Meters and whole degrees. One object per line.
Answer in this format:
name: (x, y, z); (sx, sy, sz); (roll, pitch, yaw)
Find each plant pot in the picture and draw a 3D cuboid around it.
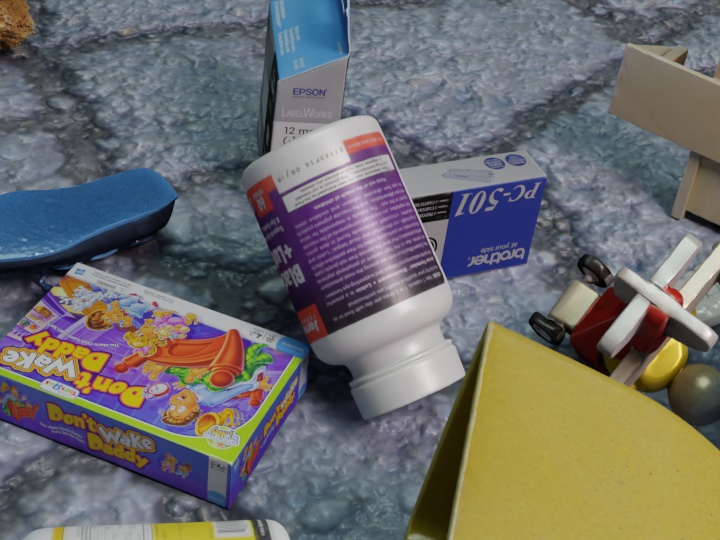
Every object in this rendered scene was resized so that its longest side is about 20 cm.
plant pot: (0.127, 0.184, 0.728); (0.198, 0.197, 0.195); (17, 38, 1)

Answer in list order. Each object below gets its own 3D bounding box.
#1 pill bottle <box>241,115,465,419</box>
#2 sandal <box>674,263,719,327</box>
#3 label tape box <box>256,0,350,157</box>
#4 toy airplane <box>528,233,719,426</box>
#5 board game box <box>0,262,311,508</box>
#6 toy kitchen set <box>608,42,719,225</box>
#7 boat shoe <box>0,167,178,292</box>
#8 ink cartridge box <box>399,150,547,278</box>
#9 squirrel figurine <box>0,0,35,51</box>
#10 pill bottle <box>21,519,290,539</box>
pill bottle: (0.000, 0.000, 0.932); (0.111, 0.111, 0.201); (-21, 86, -33)
sandal: (0.341, 0.012, 1.100); (0.201, 0.050, 0.082); (-20, 29, -13)
label tape box: (-0.052, -0.172, 1.133); (0.065, 0.201, 0.144); (1, 38, -8)
toy airplane: (0.212, 0.053, 0.907); (0.141, 0.200, 0.199); (43, 35, -2)
board game box: (-0.153, 0.077, 0.924); (0.198, 0.045, 0.135); (18, 39, 13)
toy kitchen set: (0.347, -0.169, 1.201); (0.162, 0.201, 0.180); (28, 42, 24)
boat shoe: (-0.235, -0.021, 1.021); (0.199, 0.069, 0.084); (-12, 55, -32)
ink cartridge box: (0.052, -0.038, 1.068); (0.198, 0.095, 0.044); (-10, 41, -22)
squirrel figurine: (-0.413, -0.255, 1.232); (0.199, 0.142, 0.187); (-20, 52, -28)
pill bottle: (-0.137, 0.199, 0.716); (0.198, 0.113, 0.112); (-1, 38, -10)
